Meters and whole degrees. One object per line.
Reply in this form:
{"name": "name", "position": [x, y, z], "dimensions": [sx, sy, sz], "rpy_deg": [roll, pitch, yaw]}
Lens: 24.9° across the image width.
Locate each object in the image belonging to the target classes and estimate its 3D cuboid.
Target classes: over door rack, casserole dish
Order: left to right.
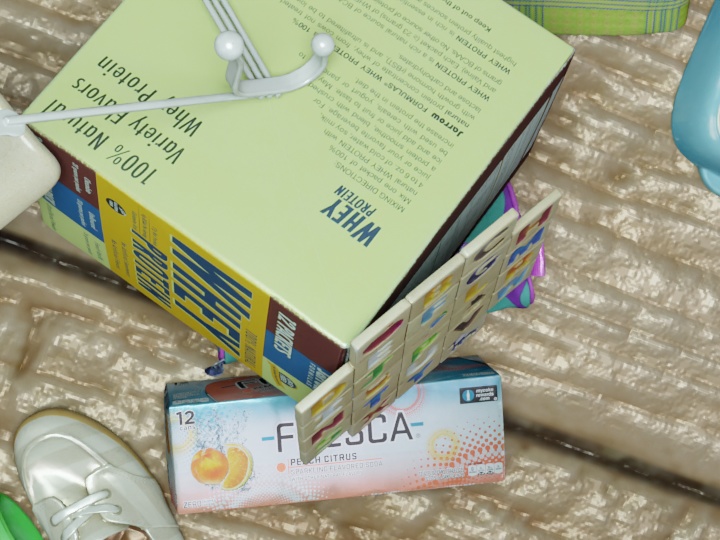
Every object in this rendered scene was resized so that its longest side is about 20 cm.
{"name": "over door rack", "position": [-0.122, -0.133, 0.733], "dimensions": [0.200, 0.067, 0.148], "rpy_deg": [-19, 69, -36]}
{"name": "casserole dish", "position": [0.272, -0.133, 1.000], "dimensions": [0.121, 0.039, 0.200], "rpy_deg": [22, 95, -11]}

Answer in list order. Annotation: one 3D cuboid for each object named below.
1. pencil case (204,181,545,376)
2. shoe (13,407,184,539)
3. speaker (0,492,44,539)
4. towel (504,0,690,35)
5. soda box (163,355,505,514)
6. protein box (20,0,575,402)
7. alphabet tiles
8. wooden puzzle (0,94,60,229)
{"name": "pencil case", "position": [0.000, 0.000, 0.950], "dimensions": [0.199, 0.092, 0.085], "rpy_deg": [-11, 100, -8]}
{"name": "shoe", "position": [-0.137, 0.168, 0.973], "dimensions": [0.070, 0.053, 0.200], "rpy_deg": [-35, 102, -2]}
{"name": "speaker", "position": [-0.274, 0.213, 0.943], "dimensions": [0.200, 0.088, 0.089], "rpy_deg": [-34, 102, -3]}
{"name": "towel", "position": [0.114, -0.199, 0.889], "dimensions": [0.143, 0.200, 0.023], "rpy_deg": [3, 59, 12]}
{"name": "soda box", "position": [-0.017, 0.096, 0.977], "dimensions": [0.199, 0.064, 0.069], "rpy_deg": [-5, 99, -9]}
{"name": "protein box", "position": [-0.034, -0.069, 0.855], "dimensions": [0.198, 0.135, 0.200], "rpy_deg": [35, 70, 8]}
{"name": "alphabet tiles", "position": [0.033, 0.033, 0.834], "dimensions": [0.166, 0.200, 0.006], "rpy_deg": [-39, 77, -12]}
{"name": "wooden puzzle", "position": [-0.271, -0.063, 0.759], "dimensions": [0.185, 0.046, 0.200], "rpy_deg": [-36, 105, 13]}
